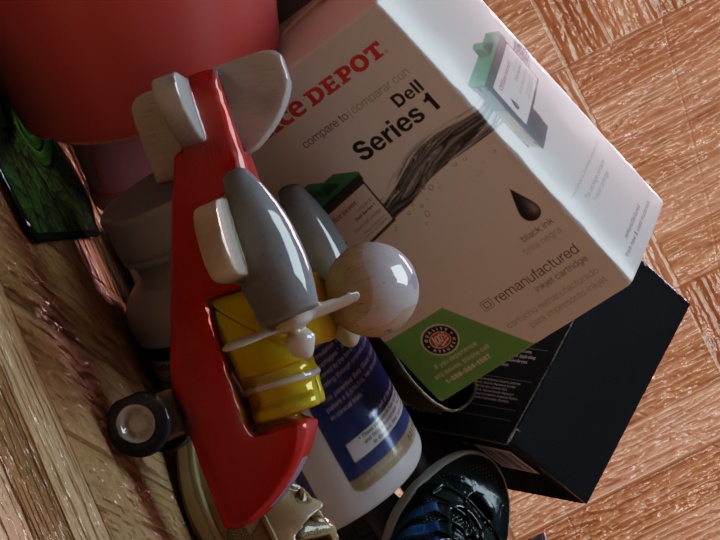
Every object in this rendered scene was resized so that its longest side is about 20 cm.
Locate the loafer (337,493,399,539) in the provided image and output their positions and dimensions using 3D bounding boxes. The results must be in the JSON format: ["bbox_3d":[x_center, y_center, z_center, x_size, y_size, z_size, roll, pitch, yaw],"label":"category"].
[{"bbox_3d":[0.007,0.173,1.681,0.070,0.075,0.200,58,7,-24],"label":"loafer"}]

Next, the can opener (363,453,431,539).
[{"bbox_3d":[0.041,0.155,1.596,0.200,0.053,0.067,57,5,-7],"label":"can opener"}]

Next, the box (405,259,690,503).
[{"bbox_3d":[0.080,0.051,1.641,0.079,0.141,0.200,37,-17,-32],"label":"box"}]

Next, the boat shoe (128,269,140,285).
[{"bbox_3d":[-0.068,0.046,1.564,0.201,0.071,0.070,63,4,-10],"label":"boat shoe"}]

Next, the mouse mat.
[{"bbox_3d":[-0.185,-0.088,1.411,0.161,0.008,0.200,63,3,0],"label":"mouse mat"}]

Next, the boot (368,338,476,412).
[{"bbox_3d":[0.000,0.000,1.527,0.200,0.074,0.075,50,-6,-19],"label":"boot"}]

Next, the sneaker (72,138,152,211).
[{"bbox_3d":[-0.083,-0.124,1.545,0.075,0.200,0.105,36,-25,53],"label":"sneaker"}]

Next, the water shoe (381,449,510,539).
[{"bbox_3d":[0.046,0.170,1.490,0.072,0.079,0.200,45,49,-13],"label":"water shoe"}]

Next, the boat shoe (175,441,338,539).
[{"bbox_3d":[-0.040,0.142,1.368,0.071,0.064,0.200,58,7,-49],"label":"boat shoe"}]

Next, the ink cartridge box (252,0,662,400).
[{"bbox_3d":[0.034,-0.053,1.422,0.200,0.146,0.084,46,36,-14],"label":"ink cartridge box"}]

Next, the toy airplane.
[{"bbox_3d":[-0.041,-0.006,1.292,0.200,0.141,0.200,-80,168,-46],"label":"toy airplane"}]

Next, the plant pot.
[{"bbox_3d":[-0.132,-0.172,1.376,0.201,0.200,0.178,-108,-179,-64],"label":"plant pot"}]

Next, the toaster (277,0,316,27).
[{"bbox_3d":[-0.024,-0.177,1.484,0.200,0.129,0.114,42,43,6],"label":"toaster"}]

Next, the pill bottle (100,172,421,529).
[{"bbox_3d":[-0.057,0.038,1.474,0.200,0.111,0.111,62,4,-17],"label":"pill bottle"}]

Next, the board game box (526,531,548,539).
[{"bbox_3d":[0.105,0.287,1.776,0.200,0.135,0.028,63,4,-6],"label":"board game box"}]
